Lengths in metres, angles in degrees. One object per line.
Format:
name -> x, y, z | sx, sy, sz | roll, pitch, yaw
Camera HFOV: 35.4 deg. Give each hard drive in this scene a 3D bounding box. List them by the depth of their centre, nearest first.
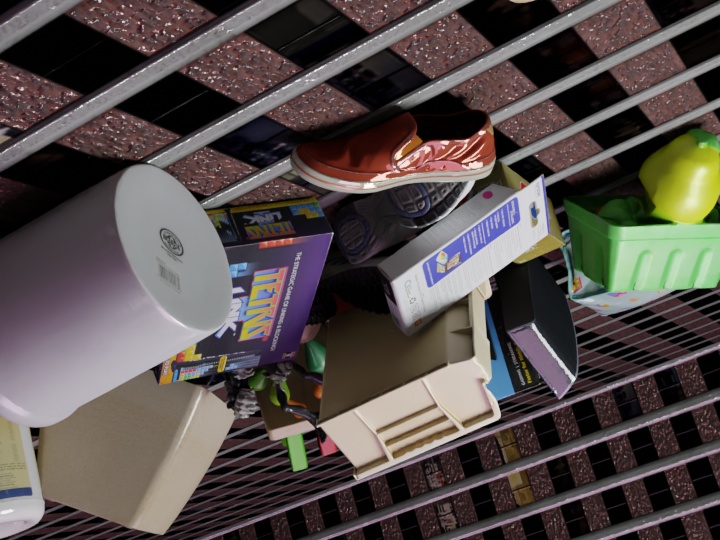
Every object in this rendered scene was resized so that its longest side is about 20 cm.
hard drive -> 0.223, 0.052, 1.412 | 0.042, 0.201, 0.135 | -30, 115, 21

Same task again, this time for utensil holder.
utensil holder -> -0.235, 0.020, 0.990 | 0.198, 0.172, 0.169 | -27, 161, 22

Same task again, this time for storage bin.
storage bin -> 0.057, 0.095, 1.253 | 0.197, 0.201, 0.094 | -26, 122, 22

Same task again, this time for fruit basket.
fruit basket -> 0.364, -0.082, 1.366 | 0.212, 0.219, 0.156 | -12, -157, -16

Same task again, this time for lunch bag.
lunch bag -> 0.394, -0.020, 1.571 | 0.198, 0.124, 0.170 | -18, 164, 24

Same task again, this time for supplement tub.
supplement tub -> -0.445, 0.200, 1.279 | 0.142, 0.203, 0.145 | -15, 163, -5

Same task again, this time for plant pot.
plant pot -> -0.288, 0.217, 1.392 | 0.197, 0.180, 0.200 | 15, 166, 9

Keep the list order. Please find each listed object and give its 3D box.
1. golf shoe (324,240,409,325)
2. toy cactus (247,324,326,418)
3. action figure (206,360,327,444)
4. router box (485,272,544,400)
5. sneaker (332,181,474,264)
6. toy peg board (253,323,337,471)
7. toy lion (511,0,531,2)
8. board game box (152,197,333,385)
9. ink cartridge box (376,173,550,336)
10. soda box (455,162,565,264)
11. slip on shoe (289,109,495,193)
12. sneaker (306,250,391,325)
golf shoe -> 0.022, 0.007, 1.395 | 0.094, 0.078, 0.200 | -35, 174, -41
toy cactus -> -0.088, 0.089, 1.413 | 0.166, 0.199, 0.103 | -52, -173, 30
action figure -> -0.108, 0.115, 1.323 | 0.120, 0.198, 0.102 | -61, -175, 2
router box -> 0.137, 0.076, 1.466 | 0.147, 0.203, 0.051 | -22, 172, 19
sneaker -> 0.052, -0.074, 1.173 | 0.086, 0.076, 0.199 | -19, 175, -41
toy peg board -> -0.046, 0.173, 1.574 | 0.196, 0.201, 0.099 | -14, 123, -9
toy lion -> 0.157, -0.260, 0.690 | 0.197, 0.070, 0.192 | -13, 155, -15
board game box -> -0.129, 0.024, 1.173 | 0.163, 0.057, 0.202 | -8, 139, -25
ink cartridge box -> 0.111, -0.022, 1.175 | 0.199, 0.037, 0.095 | -33, 141, -12
soda box -> 0.174, -0.062, 1.309 | 0.067, 0.065, 0.199 | -23, 163, 21
slip on shoe -> 0.032, -0.114, 1.024 | 0.197, 0.074, 0.062 | -6, 127, -15
sneaker -> 0.000, 0.000, 1.275 | 0.198, 0.094, 0.071 | -13, 125, 38
